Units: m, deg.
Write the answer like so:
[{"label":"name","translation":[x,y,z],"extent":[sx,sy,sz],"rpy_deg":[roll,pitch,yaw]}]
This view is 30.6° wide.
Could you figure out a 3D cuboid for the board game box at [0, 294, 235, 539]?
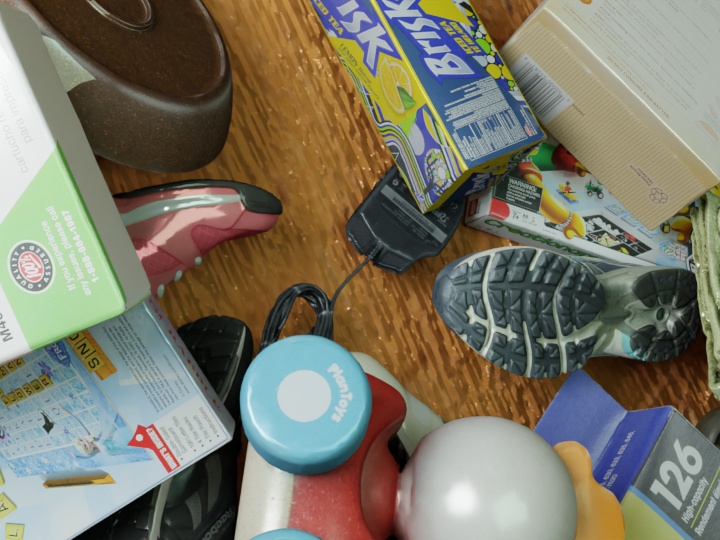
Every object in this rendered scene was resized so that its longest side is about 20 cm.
[{"label":"board game box","translation":[-0.199,0.051,0.657],"extent":[0.199,0.041,0.200],"rpy_deg":[-31,96,0]}]

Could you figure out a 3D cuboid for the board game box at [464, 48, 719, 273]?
[{"label":"board game box","translation":[0.173,-0.064,0.902],"extent":[0.200,0.035,0.127],"rpy_deg":[17,73,-22]}]

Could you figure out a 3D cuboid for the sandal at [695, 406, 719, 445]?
[{"label":"sandal","translation":[0.302,0.180,0.909],"extent":[0.082,0.055,0.200],"rpy_deg":[-32,95,-26]}]

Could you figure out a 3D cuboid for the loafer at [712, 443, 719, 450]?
[{"label":"loafer","translation":[0.248,0.209,0.866],"extent":[0.067,0.076,0.200],"rpy_deg":[-26,92,-33]}]

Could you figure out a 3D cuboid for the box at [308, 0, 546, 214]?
[{"label":"box","translation":[0.029,-0.143,0.809],"extent":[0.064,0.070,0.200],"rpy_deg":[-22,79,-27]}]

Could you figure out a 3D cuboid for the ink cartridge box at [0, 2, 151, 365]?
[{"label":"ink cartridge box","translation":[-0.216,-0.013,0.586],"extent":[0.200,0.084,0.146],"rpy_deg":[-23,96,1]}]

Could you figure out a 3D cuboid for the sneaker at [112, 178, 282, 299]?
[{"label":"sneaker","translation":[-0.137,0.001,0.734],"extent":[0.200,0.074,0.087],"rpy_deg":[-13,96,-19]}]

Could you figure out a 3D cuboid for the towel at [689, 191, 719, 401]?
[{"label":"towel","translation":[0.272,0.051,0.869],"extent":[0.200,0.036,0.149],"rpy_deg":[42,41,-40]}]

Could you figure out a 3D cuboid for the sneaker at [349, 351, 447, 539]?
[{"label":"sneaker","translation":[0.048,0.126,0.802],"extent":[0.200,0.070,0.093],"rpy_deg":[55,41,-1]}]

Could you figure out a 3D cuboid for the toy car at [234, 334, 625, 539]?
[{"label":"toy car","translation":[0.036,0.137,0.659],"extent":[0.199,0.184,0.177],"rpy_deg":[6,68,-1]}]

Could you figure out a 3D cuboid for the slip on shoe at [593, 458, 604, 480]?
[{"label":"slip on shoe","translation":[0.168,0.215,0.837],"extent":[0.076,0.061,0.200],"rpy_deg":[-33,99,-45]}]

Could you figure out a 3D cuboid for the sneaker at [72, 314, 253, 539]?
[{"label":"sneaker","translation":[-0.101,0.124,0.733],"extent":[0.088,0.076,0.200],"rpy_deg":[50,51,-43]}]

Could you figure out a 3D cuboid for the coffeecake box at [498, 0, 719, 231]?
[{"label":"coffeecake box","translation":[0.199,-0.151,0.875],"extent":[0.153,0.073,0.200],"rpy_deg":[44,53,-4]}]

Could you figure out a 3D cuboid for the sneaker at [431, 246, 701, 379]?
[{"label":"sneaker","translation":[0.119,0.024,0.832],"extent":[0.200,0.086,0.078],"rpy_deg":[7,94,-33]}]

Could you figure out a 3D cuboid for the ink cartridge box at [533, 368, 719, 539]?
[{"label":"ink cartridge box","translation":[0.166,0.179,0.762],"extent":[0.200,0.047,0.198],"rpy_deg":[43,53,-5]}]

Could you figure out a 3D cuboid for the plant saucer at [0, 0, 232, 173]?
[{"label":"plant saucer","translation":[-0.141,-0.140,0.703],"extent":[0.200,0.034,0.200],"rpy_deg":[34,30,-23]}]

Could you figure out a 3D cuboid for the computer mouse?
[{"label":"computer mouse","translation":[0.000,0.000,0.802],"extent":[0.059,0.034,0.200],"rpy_deg":[42,61,-2]}]
